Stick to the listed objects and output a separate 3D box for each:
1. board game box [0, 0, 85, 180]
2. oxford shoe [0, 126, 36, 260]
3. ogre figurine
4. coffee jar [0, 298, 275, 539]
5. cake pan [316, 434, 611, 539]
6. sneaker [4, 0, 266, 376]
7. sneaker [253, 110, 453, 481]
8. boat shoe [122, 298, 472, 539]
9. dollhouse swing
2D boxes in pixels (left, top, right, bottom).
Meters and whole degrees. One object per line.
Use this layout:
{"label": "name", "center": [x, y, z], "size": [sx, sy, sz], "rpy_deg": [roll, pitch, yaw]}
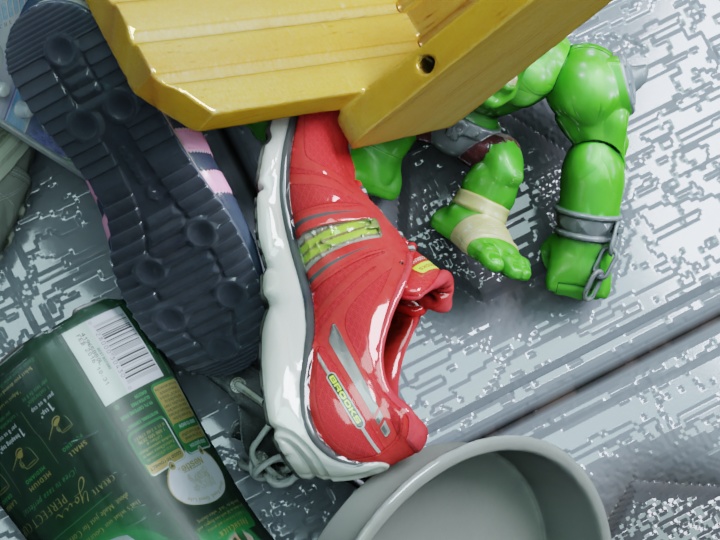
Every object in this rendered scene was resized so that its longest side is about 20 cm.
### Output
{"label": "board game box", "center": [-0.124, -0.156, 1.272], "size": [0.026, 0.200, 0.201], "rpy_deg": [8, 74, 37]}
{"label": "oxford shoe", "center": [-0.194, -0.021, 1.300], "size": [0.058, 0.075, 0.201], "rpy_deg": [44, 64, -38]}
{"label": "ogre figurine", "center": [0.049, -0.078, 1.313], "size": [0.199, 0.098, 0.120], "rpy_deg": [29, 99, 16]}
{"label": "coffee jar", "center": [-0.098, 0.120, 1.252], "size": [0.104, 0.085, 0.201], "rpy_deg": [-38, 82, 33]}
{"label": "cake pan", "center": [0.036, 0.166, 1.231], "size": [0.037, 0.200, 0.201], "rpy_deg": [20, 72, 43]}
{"label": "sneaker", "center": [-0.091, -0.049, 1.236], "size": [0.070, 0.082, 0.201], "rpy_deg": [-17, 115, 15]}
{"label": "sneaker", "center": [0.000, 0.000, 1.229], "size": [0.084, 0.077, 0.201], "rpy_deg": [-7, 67, 9]}
{"label": "boat shoe", "center": [-0.034, 0.068, 1.286], "size": [0.068, 0.074, 0.199], "rpy_deg": [-45, 83, -5]}
{"label": "dollhouse swing", "center": [-0.016, -0.176, 1.193], "size": [0.181, 0.175, 0.201], "rpy_deg": [-37, 71, 27]}
